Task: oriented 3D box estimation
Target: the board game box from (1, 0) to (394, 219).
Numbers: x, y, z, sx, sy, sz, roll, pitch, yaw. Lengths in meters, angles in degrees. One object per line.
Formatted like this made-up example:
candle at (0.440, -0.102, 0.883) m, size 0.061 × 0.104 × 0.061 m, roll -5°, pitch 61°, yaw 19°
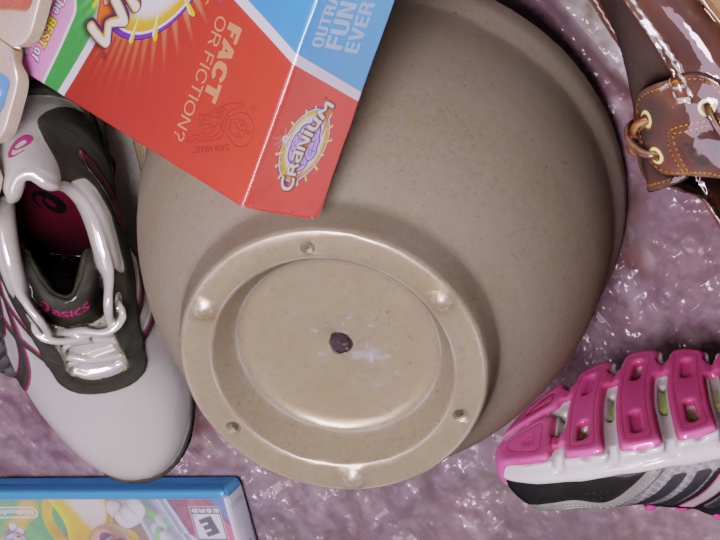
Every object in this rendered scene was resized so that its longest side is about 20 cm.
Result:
board game box at (-0.067, -0.128, 1.124) m, size 0.200 × 0.040 × 0.153 m, roll 31°, pitch 107°, yaw 41°

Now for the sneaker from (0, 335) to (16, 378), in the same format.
sneaker at (-0.181, -0.040, 1.324) m, size 0.074 × 0.089 × 0.200 m, roll -40°, pitch 87°, yaw 14°

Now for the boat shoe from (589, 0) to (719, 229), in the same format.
boat shoe at (0.137, -0.051, 1.135) m, size 0.070 × 0.070 × 0.200 m, roll -40°, pitch 91°, yaw 1°

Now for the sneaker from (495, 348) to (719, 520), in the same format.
sneaker at (0.155, 0.079, 1.184) m, size 0.199 × 0.074 × 0.088 m, roll -10°, pitch 118°, yaw 11°

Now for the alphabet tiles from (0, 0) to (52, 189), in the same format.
alphabet tiles at (-0.193, -0.103, 1.206) m, size 0.195 × 0.015 × 0.200 m, roll 35°, pitch 114°, yaw 41°

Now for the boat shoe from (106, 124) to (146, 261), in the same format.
boat shoe at (-0.089, -0.081, 1.266) m, size 0.066 × 0.074 × 0.200 m, roll -2°, pitch 121°, yaw 2°

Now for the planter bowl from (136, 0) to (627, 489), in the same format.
planter bowl at (0.000, 0.000, 1.177) m, size 0.200 × 0.135 × 0.201 m, roll 5°, pitch 122°, yaw 8°

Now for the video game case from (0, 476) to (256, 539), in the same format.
video game case at (-0.096, 0.191, 1.435) m, size 0.143 × 0.018 × 0.200 m, roll -3°, pitch 113°, yaw 30°

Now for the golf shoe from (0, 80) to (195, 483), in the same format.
golf shoe at (-0.119, 0.016, 1.232) m, size 0.077 × 0.088 × 0.200 m, roll -15°, pitch 120°, yaw 4°
